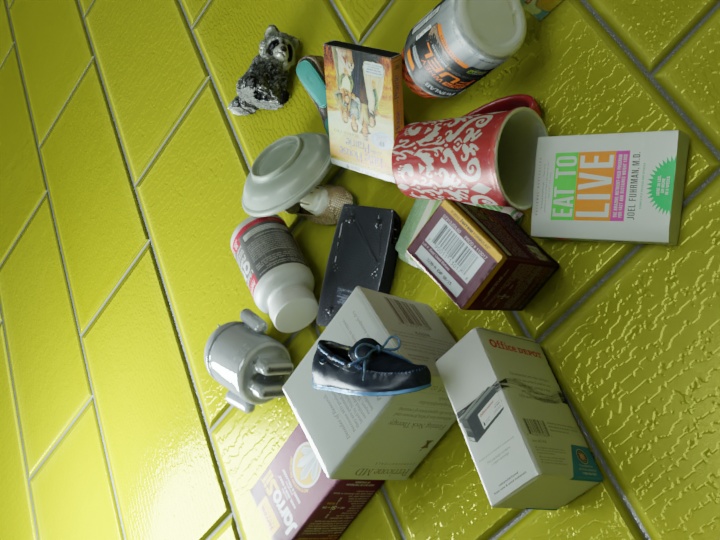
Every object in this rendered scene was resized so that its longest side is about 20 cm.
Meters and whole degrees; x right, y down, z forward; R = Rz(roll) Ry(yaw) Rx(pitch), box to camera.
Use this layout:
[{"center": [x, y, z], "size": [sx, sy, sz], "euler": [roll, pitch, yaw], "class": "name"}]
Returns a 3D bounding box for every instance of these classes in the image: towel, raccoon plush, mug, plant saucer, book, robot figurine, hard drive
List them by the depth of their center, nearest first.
[{"center": [0.314, -0.104, 1.160], "size": [0.197, 0.047, 0.137], "euler": [4, 85, 45], "class": "book"}, {"center": [0.163, -0.162, 1.285], "size": [0.197, 0.176, 0.136], "euler": [5, 114, 44], "class": "mug"}, {"center": [0.140, -0.055, 1.341], "size": [0.199, 0.023, 0.155], "euler": [35, 103, 47], "class": "towel"}, {"center": [0.000, 0.000, 1.457], "size": [0.133, 0.042, 0.205], "euler": [10, 86, 47], "class": "hard drive"}, {"center": [-0.196, 0.156, 1.567], "size": [0.198, 0.111, 0.174], "euler": [21, 101, 47], "class": "robot figurine"}, {"center": [-0.135, -0.181, 1.579], "size": [0.197, 0.050, 0.202], "euler": [-25, 36, 19], "class": "plant saucer"}, {"center": [-0.197, -0.387, 1.745], "size": [0.198, 0.096, 0.137], "euler": [1, 71, 47], "class": "raccoon plush"}]

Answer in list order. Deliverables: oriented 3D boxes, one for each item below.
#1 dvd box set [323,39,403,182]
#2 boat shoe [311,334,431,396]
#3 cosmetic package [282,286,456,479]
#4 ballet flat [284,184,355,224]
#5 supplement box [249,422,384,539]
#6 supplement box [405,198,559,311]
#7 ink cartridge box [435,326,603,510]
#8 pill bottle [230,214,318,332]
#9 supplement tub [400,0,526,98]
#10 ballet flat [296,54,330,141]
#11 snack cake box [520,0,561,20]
[{"center": [0.006, -0.252, 1.438], "size": [0.145, 0.029, 0.204], "euler": [22, 128, 36], "class": "dvd box set"}, {"center": [0.002, 0.117, 1.127], "size": [0.197, 0.083, 0.070], "euler": [-2, 90, 41], "class": "boat shoe"}, {"center": [0.030, 0.163, 1.276], "size": [0.201, 0.165, 0.167], "euler": [-53, 49, 22], "class": "cosmetic package"}, {"center": [-0.093, -0.120, 1.572], "size": [0.198, 0.064, 0.072], "euler": [7, 86, 47], "class": "ballet flat"}, {"center": [-0.063, 0.320, 1.388], "size": [0.202, 0.102, 0.132], "euler": [-55, 48, 21], "class": "supplement box"}, {"center": [0.160, -0.016, 1.162], "size": [0.111, 0.199, 0.086], "euler": [48, 111, 25], "class": "supplement box"}, {"center": [0.194, 0.184, 1.126], "size": [0.084, 0.143, 0.203], "euler": [-42, 51, 30], "class": "ink cartridge box"}, {"center": [-0.143, 0.005, 1.556], "size": [0.111, 0.109, 0.202], "euler": [-50, 48, 24], "class": "pill bottle"}, {"center": [0.141, -0.329, 1.317], "size": [0.199, 0.120, 0.126], "euler": [157, 120, -64], "class": "supplement tub"}, {"center": [-0.037, -0.278, 1.545], "size": [0.067, 0.067, 0.203], "euler": [-23, 96, 35], "class": "ballet flat"}, {"center": [0.287, -0.469, 1.269], "size": [0.199, 0.066, 0.117], "euler": [-40, 52, 32], "class": "snack cake box"}]
